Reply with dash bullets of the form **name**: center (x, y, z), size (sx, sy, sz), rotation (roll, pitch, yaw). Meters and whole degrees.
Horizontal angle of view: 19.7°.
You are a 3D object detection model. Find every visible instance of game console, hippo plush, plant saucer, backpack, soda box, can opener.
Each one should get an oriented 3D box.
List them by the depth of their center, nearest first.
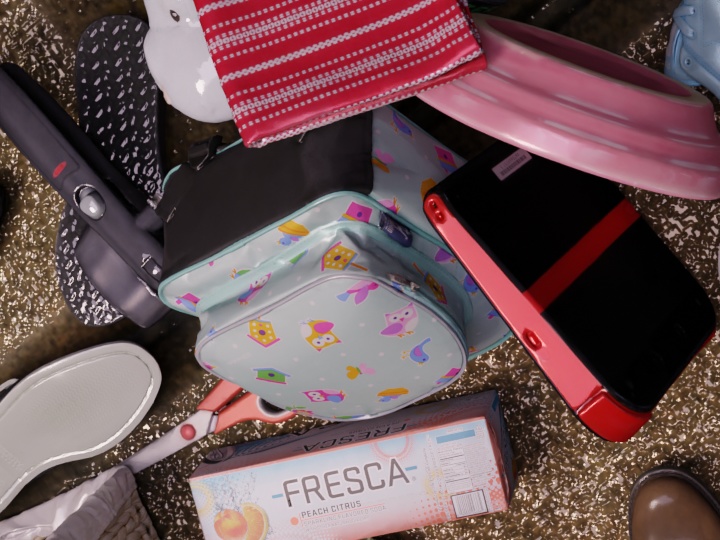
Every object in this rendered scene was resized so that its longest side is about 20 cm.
- **plant saucer**: center (0.123, -0.100, 1.189), size (0.200, 0.201, 0.051), rotation (21, 104, 8)
- **game console**: center (0.126, 0.000, 1.207), size (0.177, 0.200, 0.031), rotation (49, 119, 3)
- **backpack**: center (0.000, 0.000, 1.224), size (0.175, 0.200, 0.154), rotation (-30, 55, 35)
- **hippo plush**: center (-0.056, -0.165, 1.238), size (0.158, 0.161, 0.201), rotation (0, 98, 12)
- **can opener**: center (-0.175, -0.058, 1.285), size (0.079, 0.063, 0.200), rotation (-41, 81, 7)
- **soda box**: center (-0.003, 0.132, 1.316), size (0.199, 0.068, 0.064), rotation (-12, 99, 12)

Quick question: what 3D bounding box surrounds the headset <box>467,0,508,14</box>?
- **headset**: center (0.058, -0.252, 1.224), size (0.094, 0.123, 0.201), rotation (-24, 68, 39)

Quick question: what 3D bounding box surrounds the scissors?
- **scissors**: center (-0.100, 0.105, 1.362), size (0.073, 0.014, 0.200), rotation (44, 104, 2)

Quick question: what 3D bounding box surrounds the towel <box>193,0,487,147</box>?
- **towel**: center (-0.027, -0.177, 1.143), size (0.144, 0.023, 0.201), rotation (-19, 70, -1)

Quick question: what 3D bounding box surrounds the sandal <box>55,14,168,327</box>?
- **sandal**: center (-0.151, -0.063, 1.338), size (0.075, 0.048, 0.202), rotation (4, 86, 12)

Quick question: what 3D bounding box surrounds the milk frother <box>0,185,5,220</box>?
- **milk frother**: center (-0.333, -0.019, 1.300), size (0.180, 0.200, 0.189), rotation (27, 103, 3)

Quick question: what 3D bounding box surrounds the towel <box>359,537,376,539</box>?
- **towel**: center (0.019, 0.274, 1.351), size (0.148, 0.036, 0.201), rotation (13, 101, 10)

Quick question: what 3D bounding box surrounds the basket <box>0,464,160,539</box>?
- **basket**: center (-0.216, 0.255, 1.313), size (0.198, 0.200, 0.161), rotation (-28, 95, 14)

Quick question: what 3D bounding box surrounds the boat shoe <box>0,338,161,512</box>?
- **boat shoe**: center (-0.214, 0.099, 1.362), size (0.199, 0.060, 0.076), rotation (-31, 111, 12)

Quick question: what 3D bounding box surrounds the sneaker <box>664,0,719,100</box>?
- **sneaker**: center (0.210, -0.149, 1.231), size (0.082, 0.074, 0.201), rotation (-24, 92, 11)

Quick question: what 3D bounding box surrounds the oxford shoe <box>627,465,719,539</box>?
- **oxford shoe**: center (0.213, 0.219, 1.279), size (0.072, 0.084, 0.201), rotation (-17, 93, 15)

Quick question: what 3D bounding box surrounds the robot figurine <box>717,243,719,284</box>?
- **robot figurine**: center (0.308, -0.009, 1.203), size (0.199, 0.125, 0.151), rotation (-17, 92, 13)
